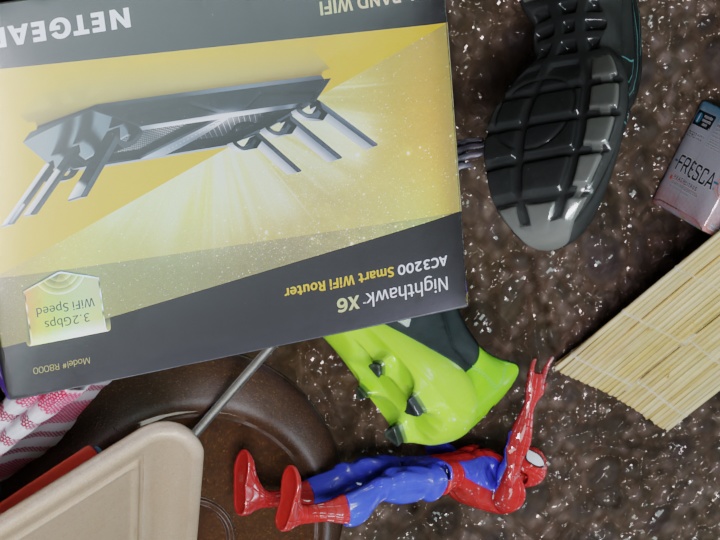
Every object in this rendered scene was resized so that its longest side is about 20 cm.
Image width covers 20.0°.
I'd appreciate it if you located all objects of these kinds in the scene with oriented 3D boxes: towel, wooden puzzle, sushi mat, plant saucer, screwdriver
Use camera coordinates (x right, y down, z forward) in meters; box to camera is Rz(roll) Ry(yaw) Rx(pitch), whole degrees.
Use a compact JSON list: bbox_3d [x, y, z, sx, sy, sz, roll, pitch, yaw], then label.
[{"bbox_3d":[-0.157,0.078,0.959,0.030,0.146,0.200,48,123,1],"label":"towel"},{"bbox_3d":[-0.171,0.155,0.977,0.199,0.037,0.185,-27,154,-22],"label":"wooden puzzle"},{"bbox_3d":[0.209,0.016,1.134,0.095,0.012,0.200,31,124,-28],"label":"sushi mat"},{"bbox_3d":[-0.098,0.142,1.101,0.199,0.034,0.202,-6,108,-18],"label":"plant saucer"},{"bbox_3d":[-0.052,0.040,1.075,0.200,0.029,0.028,-45,148,-11],"label":"screwdriver"}]

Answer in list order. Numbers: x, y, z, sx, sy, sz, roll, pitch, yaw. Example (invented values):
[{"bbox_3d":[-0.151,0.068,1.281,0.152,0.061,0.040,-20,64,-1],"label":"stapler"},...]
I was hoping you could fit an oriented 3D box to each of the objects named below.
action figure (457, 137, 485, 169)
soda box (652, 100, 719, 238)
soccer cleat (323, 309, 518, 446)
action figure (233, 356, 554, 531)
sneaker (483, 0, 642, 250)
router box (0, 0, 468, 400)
[{"bbox_3d":[0.001,-0.146,1.007,0.102,0.119,0.201,-25,123,0],"label":"action figure"},{"bbox_3d":[0.270,-0.024,1.170,0.199,0.064,0.069,23,98,-26],"label":"soda box"},{"bbox_3d":[0.000,0.000,1.047,0.081,0.068,0.200,-30,77,-36],"label":"soccer cleat"},{"bbox_3d":[0.031,0.087,1.104,0.199,0.065,0.100,4,97,-40],"label":"action figure"},{"bbox_3d":[0.117,-0.090,1.044,0.079,0.075,0.201,49,44,-46],"label":"sneaker"},{"bbox_3d":[-0.061,-0.047,0.821,0.199,0.052,0.158,-12,110,-16],"label":"router box"}]
